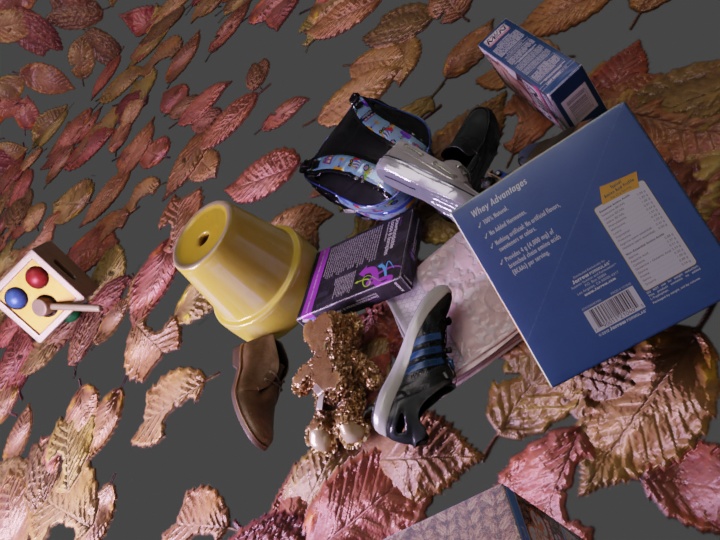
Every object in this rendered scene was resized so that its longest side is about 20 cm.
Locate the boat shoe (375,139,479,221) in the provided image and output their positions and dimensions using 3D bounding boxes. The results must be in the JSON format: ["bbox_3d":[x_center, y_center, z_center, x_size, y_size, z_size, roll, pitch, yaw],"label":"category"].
[{"bbox_3d":[0.116,-0.120,0.904,0.199,0.074,0.067,31,78,16],"label":"boat shoe"}]

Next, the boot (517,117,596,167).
[{"bbox_3d":[0.243,-0.117,0.863,0.096,0.075,0.200,-9,32,44],"label":"boot"}]

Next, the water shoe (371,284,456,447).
[{"bbox_3d":[0.085,0.116,0.818,0.078,0.072,0.201,20,73,18],"label":"water shoe"}]

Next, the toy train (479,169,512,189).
[{"bbox_3d":[0.232,-0.094,0.896,0.046,0.034,0.200,-39,41,-11],"label":"toy train"}]

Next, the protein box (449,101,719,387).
[{"bbox_3d":[0.236,-0.023,0.692,0.198,0.135,0.201,-33,79,18],"label":"protein box"}]

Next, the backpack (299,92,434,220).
[{"bbox_3d":[0.034,-0.162,1.052,0.200,0.134,0.183,31,83,42],"label":"backpack"}]

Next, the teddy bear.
[{"bbox_3d":[-0.031,0.157,0.931,0.145,0.067,0.201,-42,46,23],"label":"teddy bear"}]

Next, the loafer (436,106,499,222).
[{"bbox_3d":[0.155,-0.167,0.996,0.068,0.070,0.202,-1,60,41],"label":"loafer"}]

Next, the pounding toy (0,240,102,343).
[{"bbox_3d":[-0.698,0.058,1.523,0.184,0.200,0.142,-42,12,8],"label":"pounding toy"}]

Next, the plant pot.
[{"bbox_3d":[-0.194,-0.009,1.100,0.200,0.189,0.202,-24,47,28],"label":"plant pot"}]

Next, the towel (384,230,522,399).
[{"bbox_3d":[0.133,0.040,0.887,0.191,0.032,0.201,-39,42,12],"label":"towel"}]

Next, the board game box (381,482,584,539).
[{"bbox_3d":[0.113,0.289,0.581,0.159,0.200,0.097,-32,43,18],"label":"board game box"}]

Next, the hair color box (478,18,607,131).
[{"bbox_3d":[0.258,-0.277,0.965,0.060,0.100,0.200,-41,40,11],"label":"hair color box"}]

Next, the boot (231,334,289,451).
[{"bbox_3d":[-0.146,0.174,1.011,0.075,0.074,0.201,-27,42,10],"label":"boot"}]

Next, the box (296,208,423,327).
[{"bbox_3d":[0.000,0.000,1.010,0.199,0.036,0.144,-24,36,35],"label":"box"}]
